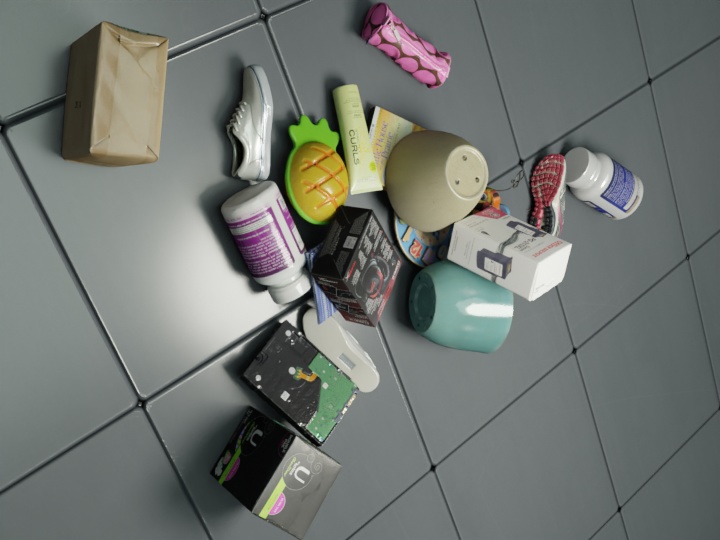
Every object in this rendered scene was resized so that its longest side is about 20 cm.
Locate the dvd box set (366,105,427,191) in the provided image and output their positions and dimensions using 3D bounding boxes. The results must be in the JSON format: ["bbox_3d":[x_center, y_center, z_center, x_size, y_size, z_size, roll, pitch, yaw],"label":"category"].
[{"bbox_3d":[0.089,-0.225,1.553,0.197,0.029,0.150,20,80,-26],"label":"dvd box set"}]

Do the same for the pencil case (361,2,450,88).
[{"bbox_3d":[0.095,-0.437,1.512,0.198,0.093,0.093,25,83,-33],"label":"pencil case"}]

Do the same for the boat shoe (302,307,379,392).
[{"bbox_3d":[-0.036,0.150,1.513,0.199,0.069,0.072,42,96,-4],"label":"boat shoe"}]

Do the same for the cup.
[{"bbox_3d":[0.166,-0.181,1.496,0.196,0.142,0.206,1,89,-28],"label":"cup"}]

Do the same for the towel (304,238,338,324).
[{"bbox_3d":[-0.039,-0.008,1.470,0.200,0.023,0.148,-40,130,-49],"label":"towel"}]

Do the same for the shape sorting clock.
[{"bbox_3d":[0.151,-0.107,1.622,0.196,0.039,0.205,-5,99,-33],"label":"shape sorting clock"}]

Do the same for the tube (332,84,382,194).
[{"bbox_3d":[-0.007,-0.249,1.466,0.057,0.052,0.205,-12,89,7],"label":"tube"}]

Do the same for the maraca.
[{"bbox_3d":[-0.082,-0.186,1.425,0.135,0.106,0.205,2,80,-40],"label":"maraca"}]

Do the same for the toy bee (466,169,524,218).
[{"bbox_3d":[0.275,-0.136,1.677,0.203,0.108,0.130,-63,154,4],"label":"toy bee"}]

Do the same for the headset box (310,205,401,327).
[{"bbox_3d":[0.000,0.000,1.437,0.151,0.074,0.201,-67,149,-22],"label":"headset box"}]

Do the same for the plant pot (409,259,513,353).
[{"bbox_3d":[0.195,0.067,1.586,0.157,0.200,0.206,4,94,-23],"label":"plant pot"}]

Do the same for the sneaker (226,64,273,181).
[{"bbox_3d":[-0.198,-0.259,1.356,0.070,0.072,0.205,-7,100,-35],"label":"sneaker"}]

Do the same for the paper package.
[{"bbox_3d":[-0.377,-0.259,1.166,0.102,0.199,0.196,4,93,-33],"label":"paper package"}]

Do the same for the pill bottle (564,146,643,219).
[{"bbox_3d":[0.569,-0.211,1.832,0.197,0.119,0.122,23,84,-33],"label":"pill bottle"}]

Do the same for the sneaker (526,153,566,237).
[{"bbox_3d":[0.440,-0.168,1.785,0.074,0.080,0.205,-5,107,-46],"label":"sneaker"}]

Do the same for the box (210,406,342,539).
[{"bbox_3d":[-0.154,0.359,1.386,0.124,0.199,0.150,39,76,-30],"label":"box"}]

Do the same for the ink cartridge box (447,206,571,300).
[{"bbox_3d":[0.294,-0.037,1.519,0.143,0.198,0.086,-23,133,-45],"label":"ink cartridge box"}]

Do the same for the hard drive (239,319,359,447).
[{"bbox_3d":[-0.111,0.211,1.441,0.199,0.038,0.140,41,61,-6],"label":"hard drive"}]

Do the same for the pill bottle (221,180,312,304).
[{"bbox_3d":[-0.162,-0.047,1.383,0.111,0.111,0.203,-33,112,-25],"label":"pill bottle"}]
